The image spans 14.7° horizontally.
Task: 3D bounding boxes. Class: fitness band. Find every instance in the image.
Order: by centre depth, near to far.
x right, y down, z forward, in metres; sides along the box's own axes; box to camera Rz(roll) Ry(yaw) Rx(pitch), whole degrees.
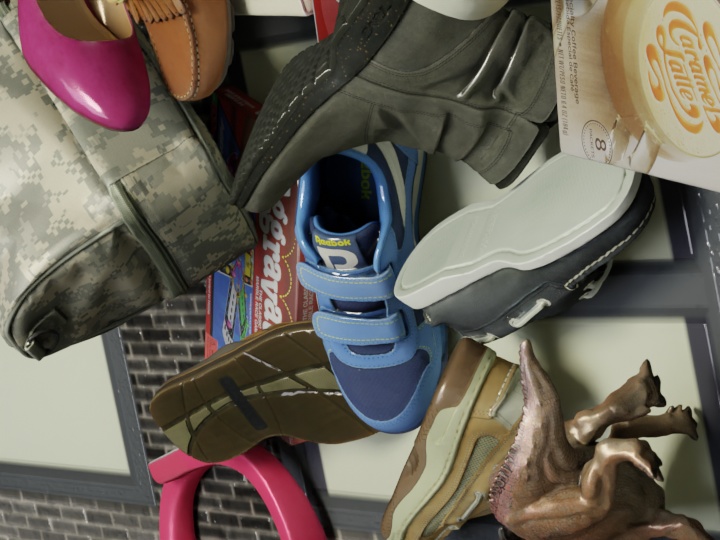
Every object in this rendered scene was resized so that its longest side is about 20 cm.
[{"bbox_3d":[-0.079,0.177,1.811,0.200,0.037,0.144,-25,84,59],"label":"fitness band"}]

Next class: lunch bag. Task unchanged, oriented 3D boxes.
[{"bbox_3d":[-0.181,-0.062,1.676,0.200,0.167,0.139,56,175,27],"label":"lunch bag"}]

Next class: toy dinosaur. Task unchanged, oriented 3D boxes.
[{"bbox_3d":[0.103,0.116,1.391,0.135,0.200,0.086,-23,52,21],"label":"toy dinosaur"}]

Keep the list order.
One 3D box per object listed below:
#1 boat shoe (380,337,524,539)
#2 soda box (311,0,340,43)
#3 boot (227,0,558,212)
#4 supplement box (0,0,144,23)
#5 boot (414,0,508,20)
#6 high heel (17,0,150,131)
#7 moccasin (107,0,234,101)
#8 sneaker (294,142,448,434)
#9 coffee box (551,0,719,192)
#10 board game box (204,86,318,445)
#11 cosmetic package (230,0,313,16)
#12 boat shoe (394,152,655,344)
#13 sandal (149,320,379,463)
[{"bbox_3d":[0.063,0.112,1.528,0.076,0.072,0.200,24,153,3],"label":"boat shoe"},{"bbox_3d":[0.005,-0.194,1.414,0.200,0.070,0.064,83,-170,-47],"label":"soda box"},{"bbox_3d":[0.024,-0.073,1.434,0.200,0.130,0.068,-50,17,39],"label":"boot"},{"bbox_3d":[-0.237,-0.252,1.718,0.133,0.197,0.201,44,137,40],"label":"supplement box"},{"bbox_3d":[0.073,-0.219,1.282,0.072,0.200,0.145,23,135,-3],"label":"boot"},{"bbox_3d":[-0.161,-0.172,1.585,0.200,0.067,0.096,57,140,32],"label":"high heel"},{"bbox_3d":[-0.123,-0.183,1.529,0.074,0.078,0.202,26,139,47],"label":"moccasin"},{"bbox_3d":[0.000,0.000,1.546,0.074,0.082,0.201,-2,106,21],"label":"sneaker"},{"bbox_3d":[0.176,-0.099,1.246,0.200,0.079,0.115,18,118,54],"label":"coffee box"},{"bbox_3d":[-0.060,-0.002,1.717,0.103,0.019,0.201,33,129,46],"label":"board game box"},{"bbox_3d":[-0.071,-0.203,1.587,0.200,0.071,0.106,11,122,55],"label":"cosmetic package"},{"bbox_3d":[0.096,-0.010,1.433,0.060,0.076,0.200,36,154,-19],"label":"boat shoe"},{"bbox_3d":[-0.044,0.067,1.676,0.200,0.055,0.082,-22,110,44],"label":"sandal"}]
